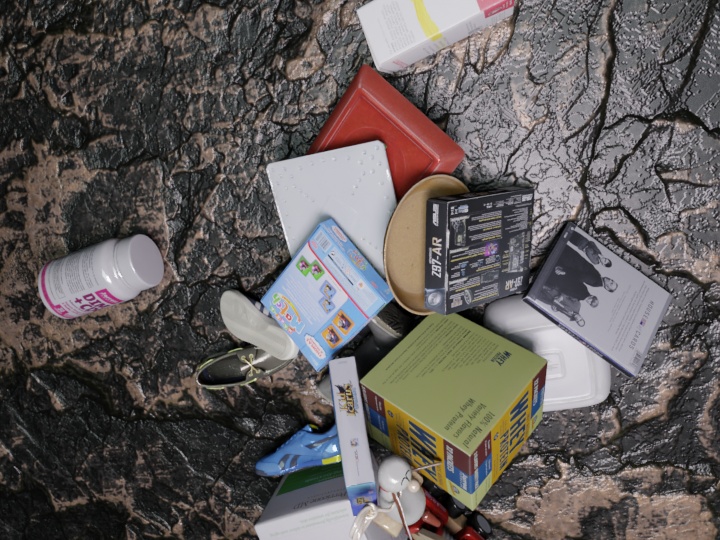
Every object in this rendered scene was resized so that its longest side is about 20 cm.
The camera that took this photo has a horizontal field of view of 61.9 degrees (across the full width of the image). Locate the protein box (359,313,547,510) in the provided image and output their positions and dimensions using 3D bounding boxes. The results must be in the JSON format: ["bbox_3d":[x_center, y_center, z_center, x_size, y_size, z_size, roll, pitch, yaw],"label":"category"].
[{"bbox_3d":[0.141,0.195,0.898,0.198,0.198,0.136,26,142,37],"label":"protein box"}]

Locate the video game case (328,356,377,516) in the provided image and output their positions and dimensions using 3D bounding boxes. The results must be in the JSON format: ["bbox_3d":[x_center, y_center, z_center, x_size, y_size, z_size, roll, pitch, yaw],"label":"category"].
[{"bbox_3d":[-0.011,0.258,0.916,0.045,0.184,0.201,-10,147,-4],"label":"video game case"}]

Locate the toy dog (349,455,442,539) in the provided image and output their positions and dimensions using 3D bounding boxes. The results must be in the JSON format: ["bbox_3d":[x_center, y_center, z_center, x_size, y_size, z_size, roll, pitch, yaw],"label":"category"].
[{"bbox_3d":[0.067,0.311,0.807,0.095,0.200,0.134,23,84,16],"label":"toy dog"}]

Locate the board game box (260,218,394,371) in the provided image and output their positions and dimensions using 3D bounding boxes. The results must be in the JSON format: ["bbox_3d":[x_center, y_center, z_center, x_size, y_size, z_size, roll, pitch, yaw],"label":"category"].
[{"bbox_3d":[-0.057,0.043,0.929,0.152,0.036,0.200,49,127,8],"label":"board game box"}]

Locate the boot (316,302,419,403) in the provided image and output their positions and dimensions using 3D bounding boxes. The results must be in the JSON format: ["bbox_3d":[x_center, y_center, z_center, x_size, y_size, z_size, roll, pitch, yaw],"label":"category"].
[{"bbox_3d":[0.000,0.142,1.007,0.199,0.073,0.181,-34,133,21],"label":"boot"}]

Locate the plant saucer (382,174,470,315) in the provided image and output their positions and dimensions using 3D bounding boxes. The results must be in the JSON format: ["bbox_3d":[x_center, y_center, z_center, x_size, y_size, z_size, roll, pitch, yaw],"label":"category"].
[{"bbox_3d":[0.098,-0.038,0.873,0.035,0.198,0.204,16,113,48],"label":"plant saucer"}]

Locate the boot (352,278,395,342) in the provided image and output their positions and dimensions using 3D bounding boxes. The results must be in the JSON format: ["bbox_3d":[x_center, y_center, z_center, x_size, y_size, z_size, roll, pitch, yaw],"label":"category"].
[{"bbox_3d":[0.001,0.000,0.996,0.164,0.066,0.201,35,115,-11],"label":"boot"}]

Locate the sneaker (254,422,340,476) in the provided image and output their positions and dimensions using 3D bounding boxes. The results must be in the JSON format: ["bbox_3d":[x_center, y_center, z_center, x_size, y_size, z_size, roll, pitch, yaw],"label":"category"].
[{"bbox_3d":[-0.112,0.328,1.119,0.197,0.066,0.080,-18,89,16],"label":"sneaker"}]

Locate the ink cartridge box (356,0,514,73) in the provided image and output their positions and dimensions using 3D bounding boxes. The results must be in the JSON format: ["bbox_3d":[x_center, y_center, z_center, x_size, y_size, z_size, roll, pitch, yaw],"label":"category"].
[{"bbox_3d":[0.107,-0.361,0.838,0.197,0.145,0.084,-22,99,17],"label":"ink cartridge box"}]

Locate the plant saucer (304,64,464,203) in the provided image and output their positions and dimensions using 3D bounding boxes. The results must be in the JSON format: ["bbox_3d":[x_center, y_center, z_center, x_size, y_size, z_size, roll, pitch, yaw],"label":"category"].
[{"bbox_3d":[0.020,-0.161,0.893,0.200,0.037,0.200,42,121,4],"label":"plant saucer"}]

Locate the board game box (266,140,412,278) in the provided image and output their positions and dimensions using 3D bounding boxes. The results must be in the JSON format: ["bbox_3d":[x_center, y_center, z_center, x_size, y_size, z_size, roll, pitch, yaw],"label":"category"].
[{"bbox_3d":[-0.030,-0.082,0.913,0.197,0.026,0.203,-6,108,26],"label":"board game box"}]

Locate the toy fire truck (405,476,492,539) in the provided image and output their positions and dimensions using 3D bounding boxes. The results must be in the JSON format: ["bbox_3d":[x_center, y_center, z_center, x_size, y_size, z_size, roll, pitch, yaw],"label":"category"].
[{"bbox_3d":[0.147,0.460,1.019,0.176,0.200,0.129,43,110,-1],"label":"toy fire truck"}]

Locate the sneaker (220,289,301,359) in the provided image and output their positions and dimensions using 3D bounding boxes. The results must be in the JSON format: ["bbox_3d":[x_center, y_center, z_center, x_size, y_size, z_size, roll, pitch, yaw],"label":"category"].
[{"bbox_3d":[-0.164,0.092,1.065,0.199,0.084,0.076,31,114,29],"label":"sneaker"}]

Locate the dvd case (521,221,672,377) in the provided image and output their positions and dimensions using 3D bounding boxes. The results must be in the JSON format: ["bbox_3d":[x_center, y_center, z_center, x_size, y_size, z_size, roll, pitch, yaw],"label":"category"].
[{"bbox_3d":[0.360,0.041,0.909,0.199,0.025,0.151,36,71,1],"label":"dvd case"}]

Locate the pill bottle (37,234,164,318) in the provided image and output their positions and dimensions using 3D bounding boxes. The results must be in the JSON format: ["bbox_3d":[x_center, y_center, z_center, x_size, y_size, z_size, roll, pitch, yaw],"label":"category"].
[{"bbox_3d":[-0.465,0.009,1.081,0.197,0.113,0.115,-17,101,16],"label":"pill bottle"}]

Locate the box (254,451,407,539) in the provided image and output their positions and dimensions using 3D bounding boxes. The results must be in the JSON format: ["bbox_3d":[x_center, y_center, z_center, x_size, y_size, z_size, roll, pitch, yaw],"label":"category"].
[{"bbox_3d":[-0.045,0.469,1.080,0.196,0.171,0.203,-21,100,17],"label":"box"}]

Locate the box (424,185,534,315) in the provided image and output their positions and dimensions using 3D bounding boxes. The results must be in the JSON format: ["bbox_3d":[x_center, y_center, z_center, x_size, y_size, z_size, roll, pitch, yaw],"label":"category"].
[{"bbox_3d":[0.180,-0.035,0.891,0.043,0.198,0.163,17,114,49],"label":"box"}]

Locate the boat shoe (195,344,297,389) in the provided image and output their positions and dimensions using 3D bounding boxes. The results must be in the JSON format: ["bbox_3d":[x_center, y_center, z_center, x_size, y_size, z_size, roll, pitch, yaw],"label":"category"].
[{"bbox_3d":[-0.208,0.172,1.096,0.199,0.060,0.073,-16,101,16],"label":"boat shoe"}]

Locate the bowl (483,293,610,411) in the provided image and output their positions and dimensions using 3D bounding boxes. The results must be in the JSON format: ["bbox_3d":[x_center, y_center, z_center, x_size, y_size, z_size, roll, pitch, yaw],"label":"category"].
[{"bbox_3d":[0.300,0.139,0.967,0.197,0.075,0.203,-9,102,16],"label":"bowl"}]
